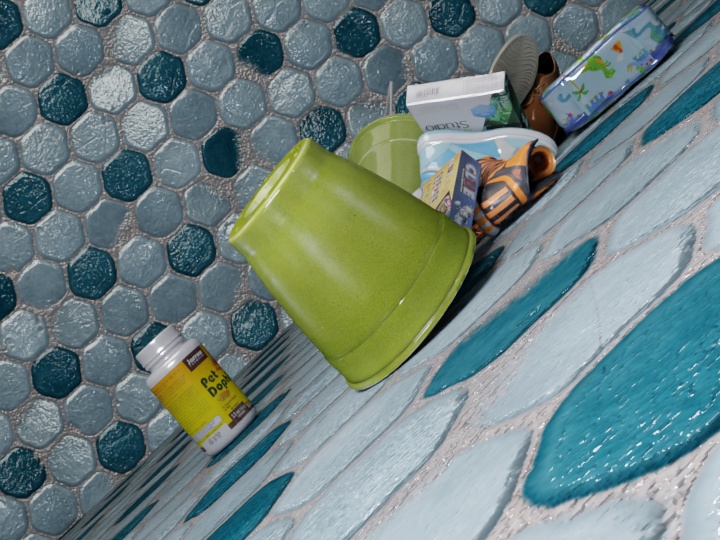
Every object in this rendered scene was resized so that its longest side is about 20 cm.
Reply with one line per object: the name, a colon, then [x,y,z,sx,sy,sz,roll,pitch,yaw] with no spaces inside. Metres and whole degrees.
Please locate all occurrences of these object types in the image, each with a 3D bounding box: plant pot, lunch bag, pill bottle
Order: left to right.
pill bottle: [-0.264,0.187,1.606,0.109,0.201,0.109,-41,3,3]
plant pot: [-0.022,-0.021,1.002,0.201,0.192,0.201,-48,13,16]
plant pot: [0.070,-0.120,1.664,0.200,0.199,0.192,-40,30,35]
lunch bag: [0.352,-0.290,1.446,0.199,0.083,0.161,-41,4,17]

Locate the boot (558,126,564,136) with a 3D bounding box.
boot: [0.269,-0.219,1.664,0.144,0.071,0.201,-43,7,-28]

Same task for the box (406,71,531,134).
box: [0.163,-0.205,1.431,0.142,0.037,0.200,-4,-23,24]

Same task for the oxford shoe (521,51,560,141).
oxford shoe: [0.270,-0.259,1.554,0.070,0.072,0.202,1,50,17]

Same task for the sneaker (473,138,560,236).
sneaker: [0.192,-0.114,1.241,0.111,0.078,0.201,-37,15,19]

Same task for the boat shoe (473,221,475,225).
boat shoe: [0.082,-0.055,1.495,0.198,0.071,0.065,-29,44,16]

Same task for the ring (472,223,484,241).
ring: [0.113,-0.021,1.369,0.200,0.019,0.200,-43,4,3]

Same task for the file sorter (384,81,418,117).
file sorter: [0.135,-0.246,1.780,0.140,0.196,0.126,99,173,-56]

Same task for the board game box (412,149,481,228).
board game box: [0.075,-0.030,1.166,0.135,0.034,0.202,-40,25,42]

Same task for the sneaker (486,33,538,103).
sneaker: [0.204,-0.273,1.566,0.106,0.074,0.203,-129,59,-68]

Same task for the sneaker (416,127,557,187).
sneaker: [0.173,-0.125,1.402,0.080,0.196,0.133,61,-149,-63]
